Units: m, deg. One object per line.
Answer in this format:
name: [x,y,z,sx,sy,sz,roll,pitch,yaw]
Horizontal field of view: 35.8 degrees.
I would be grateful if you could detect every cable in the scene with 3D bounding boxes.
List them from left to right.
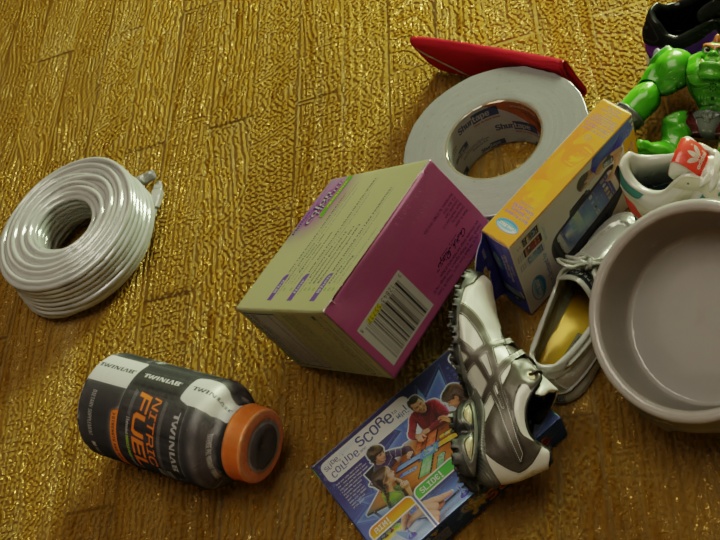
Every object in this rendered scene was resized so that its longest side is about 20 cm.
cable: [-0.341,-0.042,1.341,0.197,0.069,0.202,-14,51,16]

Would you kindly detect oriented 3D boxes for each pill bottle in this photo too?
pill bottle: [-0.173,0.150,1.090,0.198,0.107,0.107,9,60,31]

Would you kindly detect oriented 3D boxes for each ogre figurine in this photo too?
ogre figurine: [0.338,-0.157,1.081,0.198,0.098,0.122,5,75,47]

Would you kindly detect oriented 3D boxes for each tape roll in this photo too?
tape roll: [0.146,-0.116,1.159,0.198,0.066,0.202,-14,52,18]

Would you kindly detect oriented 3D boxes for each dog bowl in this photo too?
dog bowl: [0.274,0.035,0.895,0.198,0.058,0.203,-8,77,35]

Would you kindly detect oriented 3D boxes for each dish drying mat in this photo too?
dish drying mat: [0.150,-0.227,1.235,0.198,0.077,0.018,20,82,36]

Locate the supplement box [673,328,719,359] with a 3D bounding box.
supplement box: [0.371,0.015,0.952,0.108,0.061,0.200,31,73,39]

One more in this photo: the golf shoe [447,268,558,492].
golf shoe: [0.125,0.091,0.968,0.093,0.078,0.203,-8,62,15]

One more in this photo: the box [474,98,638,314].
box: [0.188,-0.050,1.052,0.041,0.119,0.200,33,75,34]

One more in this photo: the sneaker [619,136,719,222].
sneaker: [0.307,-0.066,0.949,0.198,0.094,0.071,8,55,47]

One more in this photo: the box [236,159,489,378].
box: [0.000,0.000,1.069,0.177,0.097,0.199,-55,23,-19]

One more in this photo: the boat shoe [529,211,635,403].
boat shoe: [0.205,0.015,1.017,0.074,0.086,0.203,20,67,35]

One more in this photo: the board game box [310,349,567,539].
board game box: [0.069,0.163,1.007,0.199,0.035,0.135,-39,49,-6]

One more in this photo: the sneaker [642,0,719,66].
sneaker: [0.378,-0.246,1.117,0.197,0.100,0.070,-3,56,25]
